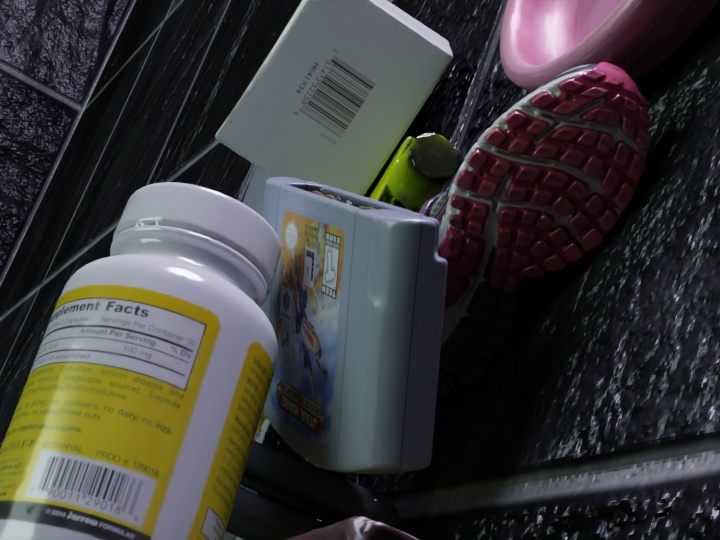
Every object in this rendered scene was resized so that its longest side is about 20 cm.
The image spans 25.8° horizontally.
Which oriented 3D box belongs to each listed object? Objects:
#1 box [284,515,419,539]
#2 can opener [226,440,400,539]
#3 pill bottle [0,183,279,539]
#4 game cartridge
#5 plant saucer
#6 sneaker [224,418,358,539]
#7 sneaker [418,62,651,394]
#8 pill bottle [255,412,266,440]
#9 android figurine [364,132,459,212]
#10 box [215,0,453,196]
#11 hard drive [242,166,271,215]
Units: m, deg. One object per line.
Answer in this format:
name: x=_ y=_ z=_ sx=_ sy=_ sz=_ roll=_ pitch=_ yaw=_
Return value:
box: x=0.000 y=0.196 z=0.495 sx=0.200 sy=0.164 sz=0.167 roll=-31 pitch=35 yaw=58
can opener: x=-0.074 y=0.106 z=0.826 sx=0.053 sy=0.199 sz=0.067 roll=-57 pitch=-27 yaw=-23
pill bottle: x=-0.103 y=0.063 z=0.750 sx=0.111 sy=0.111 sz=0.201 roll=-34 pitch=34 yaw=56
game cartridge: x=-0.013 y=0.028 z=0.791 sx=0.200 sy=0.041 sz=0.134 roll=-158 pitch=75 yaw=-68
plant saucer: x=0.149 y=-0.175 z=0.821 sx=0.201 sy=0.051 sz=0.201 roll=-52 pitch=21 yaw=29
sneaker: x=-0.058 y=0.169 z=0.875 sx=0.201 sy=0.074 sz=0.079 roll=-65 pitch=7 yaw=-29
sneaker: x=0.067 y=-0.030 z=0.786 sx=0.200 sy=0.080 sz=0.075 roll=-51 pitch=18 yaw=34
pill bottle: x=-0.117 y=0.155 z=0.953 sx=0.111 sy=0.111 sz=0.201 roll=-23 pitch=55 yaw=63
android figurine: x=0.000 y=0.000 z=0.955 sx=0.183 sy=0.041 sz=0.200 roll=-64 pitch=5 yaw=-33
box: x=-0.012 y=-0.121 z=1.033 sx=0.125 sy=0.097 sz=0.200 roll=-56 pitch=3 yaw=9
hard drive: x=-0.067 y=-0.041 z=1.258 sx=0.139 sy=0.033 sz=0.201 roll=-37 pitch=30 yaw=54
